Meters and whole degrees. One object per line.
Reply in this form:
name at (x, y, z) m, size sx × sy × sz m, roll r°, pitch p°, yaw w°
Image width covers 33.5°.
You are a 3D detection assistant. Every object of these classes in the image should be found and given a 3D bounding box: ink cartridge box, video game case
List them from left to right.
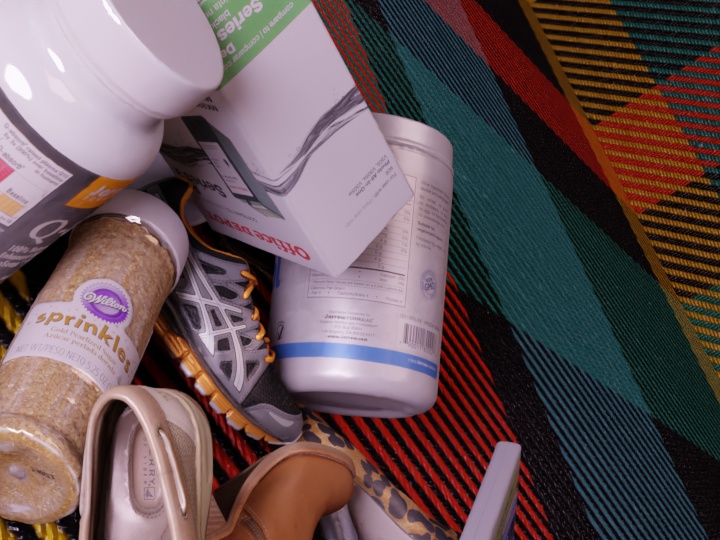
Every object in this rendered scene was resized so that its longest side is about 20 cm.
ink cartridge box at (-0.073, -0.104, 0.730) m, size 0.145 × 0.084 × 0.201 m, roll 21°, pitch -29°, yaw 47°
video game case at (0.084, 0.242, 0.841) m, size 0.200 × 0.022 × 0.184 m, roll -43°, pitch 137°, yaw -69°

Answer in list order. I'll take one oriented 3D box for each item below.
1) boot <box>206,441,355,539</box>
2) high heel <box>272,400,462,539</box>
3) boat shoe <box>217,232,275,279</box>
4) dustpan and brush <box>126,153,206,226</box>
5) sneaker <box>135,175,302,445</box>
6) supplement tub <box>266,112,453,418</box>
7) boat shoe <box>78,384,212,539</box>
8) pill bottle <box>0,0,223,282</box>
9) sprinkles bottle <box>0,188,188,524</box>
boot at (-0.044, 0.184, 0.688) m, size 0.199 × 0.076 × 0.156 m, roll 10°, pitch 49°, yaw -60°
high heel at (0.017, 0.164, 0.875) m, size 0.199 × 0.071 × 0.144 m, roll 19°, pitch 43°, yaw -55°
boat shoe at (-0.053, -0.016, 0.979) m, size 0.199 × 0.075 × 0.072 m, roll 27°, pitch 39°, yaw -39°
dustpan and brush at (-0.114, -0.092, 0.891) m, size 0.198 × 0.057 × 0.140 m, roll -17°, pitch 60°, yaw -30°
sneaker at (-0.094, 0.028, 0.774) m, size 0.201 × 0.077 × 0.078 m, roll 54°, pitch -7°, yaw -14°
supplement tub at (0.000, 0.000, 0.883) m, size 0.132 × 0.131 × 0.203 m, roll 27°, pitch 63°, yaw -54°
boat shoe at (-0.103, 0.154, 0.548) m, size 0.064 × 0.070 × 0.203 m, roll 32°, pitch 50°, yaw -72°
pill bottle at (-0.171, -0.072, 0.590) m, size 0.116 × 0.199 × 0.117 m, roll 46°, pitch 24°, yaw -27°
sprinkles bottle at (-0.148, 0.038, 0.637) m, size 0.068 × 0.068 × 0.201 m, roll 48°, pitch 31°, yaw -24°
